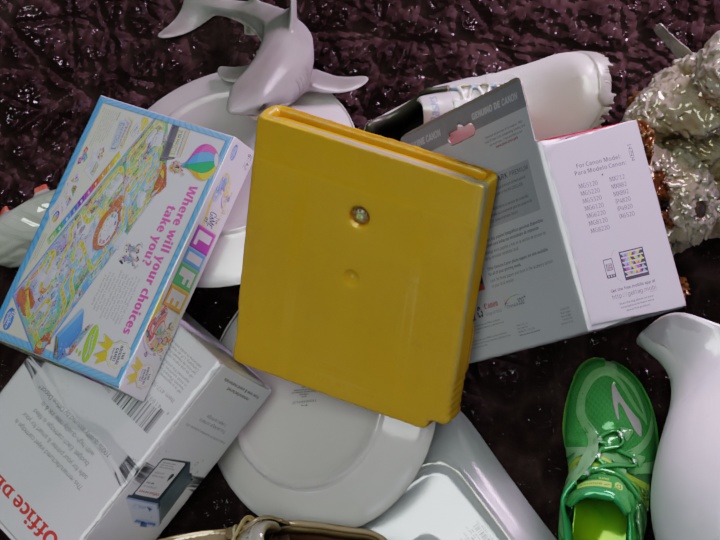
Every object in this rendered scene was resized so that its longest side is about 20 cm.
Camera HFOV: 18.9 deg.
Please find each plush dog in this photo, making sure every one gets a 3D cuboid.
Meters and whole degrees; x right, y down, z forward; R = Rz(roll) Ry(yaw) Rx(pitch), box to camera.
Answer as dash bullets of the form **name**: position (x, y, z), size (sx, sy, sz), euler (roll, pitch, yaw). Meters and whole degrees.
- **plush dog**: position (0.219, -0.070, 1.569), size (0.160, 0.200, 0.172), euler (16, 50, 39)

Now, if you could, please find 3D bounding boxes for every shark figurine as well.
- **shark figurine**: position (-0.073, -0.195, 1.658), size (0.128, 0.090, 0.214), euler (-10, 34, -19)

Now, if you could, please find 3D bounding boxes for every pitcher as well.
- **pitcher**: position (0.290, 0.136, 1.554), size (0.171, 0.121, 0.200), euler (-1, 68, -7)

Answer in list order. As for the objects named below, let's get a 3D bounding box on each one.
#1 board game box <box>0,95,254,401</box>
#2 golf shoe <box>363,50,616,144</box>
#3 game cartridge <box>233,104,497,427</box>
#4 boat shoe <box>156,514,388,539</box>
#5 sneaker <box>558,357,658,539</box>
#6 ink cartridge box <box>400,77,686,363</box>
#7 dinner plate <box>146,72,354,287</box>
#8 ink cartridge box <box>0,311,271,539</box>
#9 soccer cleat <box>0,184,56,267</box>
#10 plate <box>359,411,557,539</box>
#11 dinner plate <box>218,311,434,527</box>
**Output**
- **board game box**: position (-0.175, -0.019, 1.586), size (0.134, 0.034, 0.200), euler (19, 81, 33)
- **golf shoe**: position (0.091, -0.111, 1.591), size (0.200, 0.097, 0.078), euler (-21, 71, 38)
- **game cartridge**: position (0.000, 0.000, 1.519), size (0.176, 0.032, 0.200), euler (19, 121, 20)
- **boat shoe**: position (-0.067, 0.208, 1.569), size (0.200, 0.069, 0.074), euler (0, 49, 5)
- **sneaker**: position (0.181, 0.157, 1.569), size (0.074, 0.084, 0.200), euler (3, 70, 3)
- **ink cartridge box**: position (0.120, -0.036, 1.506), size (0.084, 0.200, 0.176), euler (-13, 87, -26)
- **dinner plate**: position (-0.100, -0.077, 1.626), size (0.200, 0.024, 0.200), euler (-6, 57, 9)
- **ink cartridge box**: position (-0.188, 0.117, 1.611), size (0.146, 0.086, 0.200), euler (40, 94, 33)
- **soccer cleat**: position (-0.195, -0.031, 1.672), size (0.200, 0.069, 0.078), euler (-15, 59, 3)
- **plate**: position (0.048, 0.233, 1.608), size (0.200, 0.032, 0.200), euler (-37, 76, 1)
- **dinner plate**: position (-0.036, 0.096, 1.612), size (0.200, 0.024, 0.200), euler (-5, 80, 29)
